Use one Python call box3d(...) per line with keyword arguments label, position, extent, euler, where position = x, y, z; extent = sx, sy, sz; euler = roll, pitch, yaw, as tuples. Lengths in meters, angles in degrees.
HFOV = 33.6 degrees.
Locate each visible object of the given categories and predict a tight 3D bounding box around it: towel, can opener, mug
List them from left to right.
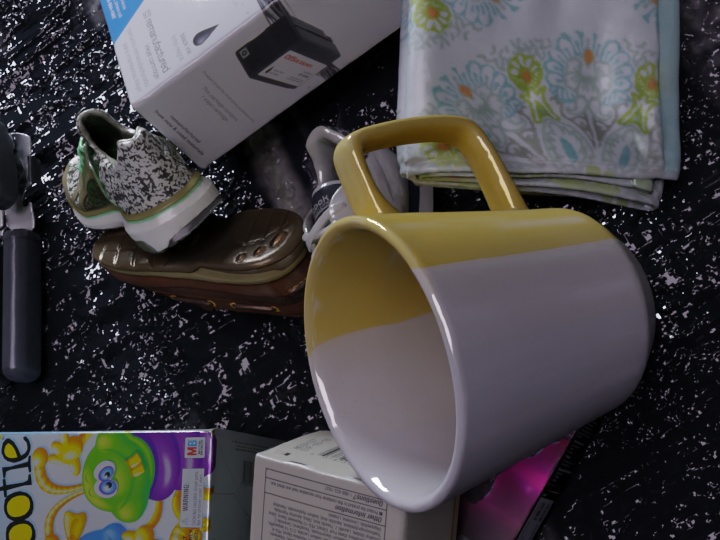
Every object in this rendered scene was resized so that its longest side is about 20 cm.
box3d(label="can opener", position=(-0.276, -0.015, 0.894), extent=(0.053, 0.067, 0.201), euler=(-11, 73, 21))
box3d(label="mug", position=(0.069, 0.015, 0.623), extent=(0.149, 0.153, 0.187), euler=(17, 116, 59))
box3d(label="towel", position=(0.110, -0.140, 0.732), extent=(0.171, 0.048, 0.201), euler=(4, 77, -9))

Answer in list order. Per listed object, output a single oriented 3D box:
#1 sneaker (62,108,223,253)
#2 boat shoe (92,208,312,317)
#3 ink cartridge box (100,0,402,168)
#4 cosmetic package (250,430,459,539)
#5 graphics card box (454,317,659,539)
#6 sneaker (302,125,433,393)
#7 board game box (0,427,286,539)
box3d(label="sneaker", position=(-0.164, -0.077, 0.819), extent=(0.077, 0.089, 0.200), euler=(-39, 28, -22))
box3d(label="boat shoe", position=(-0.107, -0.001, 0.816), extent=(0.200, 0.068, 0.072), euler=(6, 46, 40))
box3d(label="ink cartridge box", position=(-0.070, -0.191, 0.821), extent=(0.200, 0.084, 0.145), euler=(-34, 49, 12))
box3d(label="cosmetic package", position=(-0.008, 0.204, 0.690), extent=(0.103, 0.073, 0.201), euler=(10, 101, 30))
box3d(label="graphics card box", position=(0.078, 0.084, 0.732), extent=(0.125, 0.051, 0.200), euler=(31, 91, 26))
box3d(label="sneaker", position=(0.000, 0.000, 0.736), extent=(0.076, 0.080, 0.200), euler=(-33, 45, 31))
box3d(label="board game box", position=(-0.161, 0.161, 0.784), extent=(0.199, 0.105, 0.103), euler=(-4, 76, 22))
